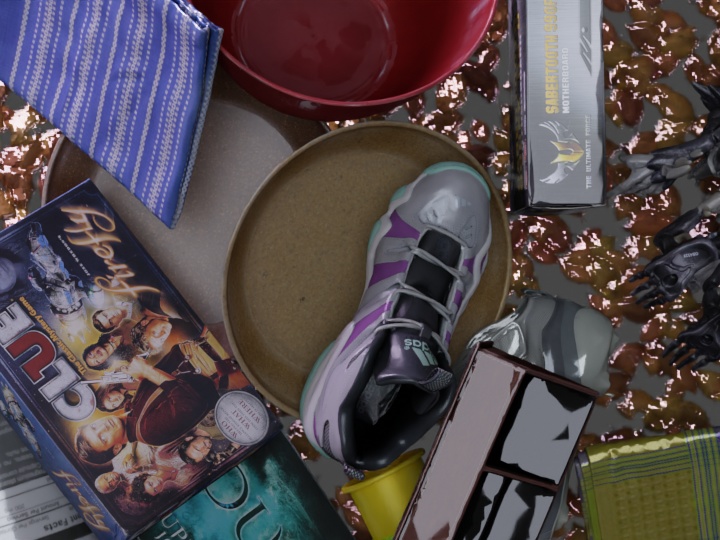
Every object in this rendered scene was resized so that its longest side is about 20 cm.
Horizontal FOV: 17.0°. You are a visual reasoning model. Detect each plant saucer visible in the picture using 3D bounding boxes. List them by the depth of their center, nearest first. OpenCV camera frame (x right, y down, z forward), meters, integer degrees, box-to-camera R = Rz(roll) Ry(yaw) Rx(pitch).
[{"bbox_3d":[0.000,0.000,1.520,0.200,0.035,0.200,-7,108,-23],"label":"plant saucer"},{"bbox_3d":[-0.104,-0.038,1.555,0.200,0.037,0.201,0,89,2],"label":"plant saucer"}]

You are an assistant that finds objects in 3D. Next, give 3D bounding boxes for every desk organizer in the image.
[{"bbox_3d":[0.071,0.149,1.468,0.077,0.072,0.200,23,93,9],"label":"desk organizer"}]

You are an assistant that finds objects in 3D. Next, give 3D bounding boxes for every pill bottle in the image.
[{"bbox_3d":[-0.229,0.144,1.518,0.114,0.114,0.200,-17,90,1],"label":"pill bottle"}]

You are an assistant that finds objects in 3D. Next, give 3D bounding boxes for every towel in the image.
[{"bbox_3d":[-0.165,-0.135,1.484,0.200,0.024,0.145,40,130,33],"label":"towel"},{"bbox_3d":[0.235,0.149,1.521,0.200,0.023,0.144,-11,125,3],"label":"towel"}]

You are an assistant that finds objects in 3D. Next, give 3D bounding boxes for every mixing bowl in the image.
[{"bbox_3d":[-0.022,-0.169,1.502,0.200,0.108,0.200,4,66,-10],"label":"mixing bowl"}]

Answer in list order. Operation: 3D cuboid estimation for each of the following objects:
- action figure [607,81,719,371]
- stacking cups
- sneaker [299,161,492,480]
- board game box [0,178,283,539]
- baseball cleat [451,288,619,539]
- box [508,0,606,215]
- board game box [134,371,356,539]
[{"bbox_3d":[0.213,-0.037,1.508,0.102,0.200,0.119,-22,119,36],"label":"action figure"},{"bbox_3d":[0.058,0.215,1.537,0.060,0.061,0.200,-26,89,1],"label":"stacking cups"},{"bbox_3d":[0.037,0.036,1.443,0.078,0.140,0.200,21,95,-15],"label":"sneaker"},{"bbox_3d":[-0.160,0.057,1.477,0.135,0.035,0.200,-35,83,-35],"label":"board game box"},{"bbox_3d":[0.093,0.111,1.534,0.106,0.070,0.200,20,80,-7],"label":"baseball cleat"},{"bbox_3d":[0.119,-0.135,1.490,0.048,0.158,0.200,0,90,-1],"label":"box"},{"bbox_3d":[-0.069,0.180,1.517,0.135,0.028,0.200,-35,92,-37],"label":"board game box"}]
